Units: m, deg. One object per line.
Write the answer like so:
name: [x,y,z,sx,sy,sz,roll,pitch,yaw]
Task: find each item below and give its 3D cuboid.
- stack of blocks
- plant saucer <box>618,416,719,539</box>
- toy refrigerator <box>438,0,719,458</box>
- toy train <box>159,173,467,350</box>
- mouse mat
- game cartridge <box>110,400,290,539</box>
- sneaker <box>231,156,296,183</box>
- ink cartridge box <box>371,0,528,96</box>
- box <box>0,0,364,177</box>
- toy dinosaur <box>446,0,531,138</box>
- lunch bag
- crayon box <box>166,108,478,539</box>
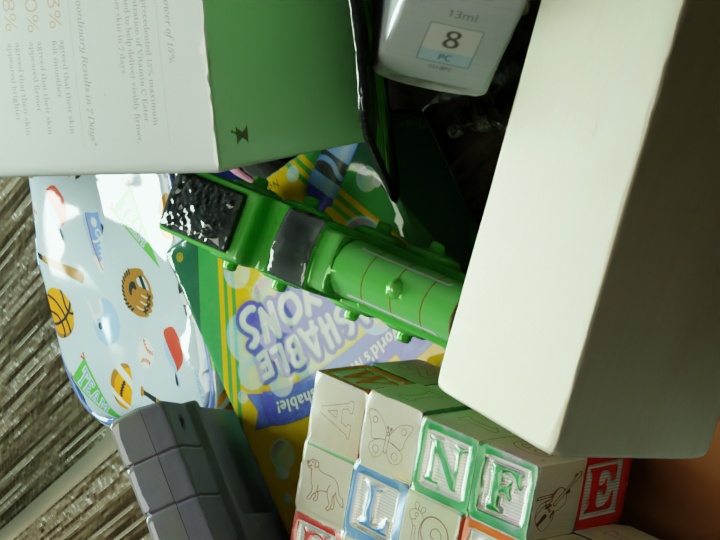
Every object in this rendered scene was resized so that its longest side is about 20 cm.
stack of blocks: [0.062,0.118,0.855,0.200,0.058,0.116,22,108,42]
plant saucer: [0.121,0.031,0.847,0.200,0.037,0.201,29,127,48]
toy refrigerator: [0.094,-0.044,0.763,0.070,0.076,0.201,28,108,48]
toy train: [0.000,0.000,0.899,0.200,0.056,0.042,22,92,40]
mouse mat: [-0.001,-0.134,0.870,0.161,0.007,0.201,58,-153,-81]
game cartridge: [-0.044,0.122,1.005,0.130,0.038,0.200,64,-172,10]
sneaker: [-0.034,-0.130,0.989,0.095,0.079,0.201,5,110,44]
ink cartridge box: [0.051,-0.182,0.769,0.200,0.047,0.161,112,165,-50]
box: [-0.105,-0.105,0.948,0.199,0.097,0.125,1,100,39]
toy dinosaur: [0.060,-0.101,0.874,0.200,0.047,0.089,140,127,-57]
lunch bag: [-0.093,-0.017,1.121,0.160,0.075,0.201,-9,96,55]
crayon box: [0.010,0.049,0.974,0.126,0.051,0.201,-34,75,34]
